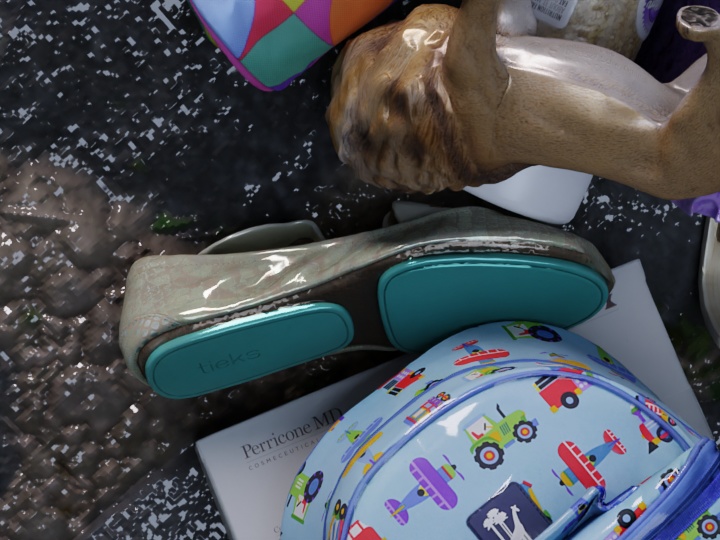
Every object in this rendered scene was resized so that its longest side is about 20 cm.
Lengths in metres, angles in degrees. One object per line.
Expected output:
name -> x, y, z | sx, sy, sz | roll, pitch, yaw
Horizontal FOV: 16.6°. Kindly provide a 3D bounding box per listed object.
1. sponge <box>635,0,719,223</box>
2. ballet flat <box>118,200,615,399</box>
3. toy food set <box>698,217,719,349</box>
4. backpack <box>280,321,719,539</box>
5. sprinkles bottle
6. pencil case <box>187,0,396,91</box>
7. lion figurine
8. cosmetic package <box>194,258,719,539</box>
sponge -> 0.155, -0.126, 0.966 | 0.030, 0.112, 0.201 | 15, 103, -16
ballet flat -> 0.000, 0.000, 0.982 | 0.198, 0.063, 0.068 | -9, 141, -2
toy food set -> 0.228, -0.058, 1.035 | 0.142, 0.060, 0.201 | 3, 106, -16
backpack -> 0.072, 0.120, 0.921 | 0.182, 0.135, 0.200 | -36, 88, -7
sprinkles bottle -> 0.091, -0.121, 0.975 | 0.068, 0.068, 0.201 | 19, 101, -19
pencil case -> 0.014, -0.157, 0.920 | 0.200, 0.088, 0.088 | -40, 113, 11
lion figurine -> 0.083, -0.062, 0.905 | 0.199, 0.073, 0.123 | 17, 132, 13
cosmetic package -> 0.050, 0.103, 1.014 | 0.199, 0.052, 0.152 | -21, 86, -7
